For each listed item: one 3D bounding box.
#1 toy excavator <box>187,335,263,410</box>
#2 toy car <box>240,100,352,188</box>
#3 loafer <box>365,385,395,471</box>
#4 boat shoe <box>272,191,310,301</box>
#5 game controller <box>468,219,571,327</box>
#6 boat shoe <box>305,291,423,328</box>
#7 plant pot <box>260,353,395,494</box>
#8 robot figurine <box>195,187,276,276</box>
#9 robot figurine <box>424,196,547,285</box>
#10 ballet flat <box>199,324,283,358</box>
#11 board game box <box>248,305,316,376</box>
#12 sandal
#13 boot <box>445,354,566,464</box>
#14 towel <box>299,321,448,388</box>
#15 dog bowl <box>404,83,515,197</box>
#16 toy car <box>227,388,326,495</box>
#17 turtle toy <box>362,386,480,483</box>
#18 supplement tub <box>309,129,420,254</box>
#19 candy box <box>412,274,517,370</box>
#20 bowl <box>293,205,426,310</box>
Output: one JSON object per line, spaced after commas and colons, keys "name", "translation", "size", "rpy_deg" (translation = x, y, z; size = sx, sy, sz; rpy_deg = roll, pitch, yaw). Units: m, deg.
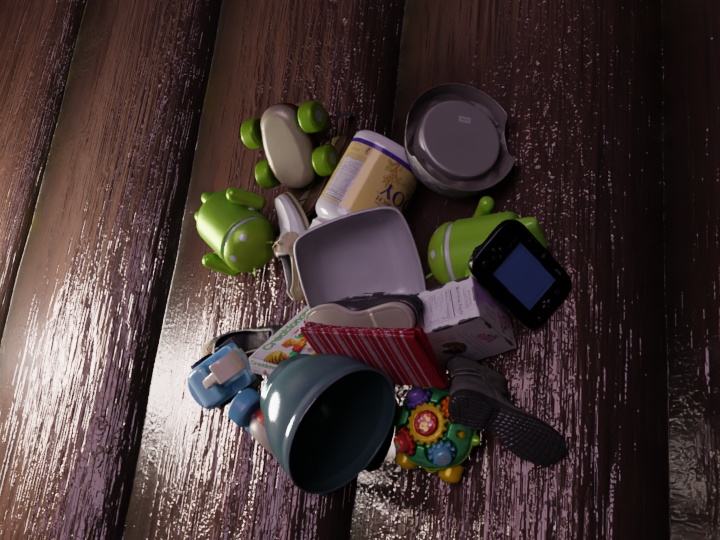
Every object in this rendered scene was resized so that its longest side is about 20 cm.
{"name": "toy excavator", "translation": [-0.244, 0.187, 1.421], "size": [0.194, 0.200, 0.100], "rpy_deg": [-35, 89, 22]}
{"name": "toy car", "translation": [-0.100, -0.259, 1.567], "size": [0.162, 0.200, 0.160], "rpy_deg": [-8, 110, 31]}
{"name": "loafer", "translation": [0.019, 0.229, 1.359], "size": [0.070, 0.067, 0.203], "rpy_deg": [-15, 65, 58]}
{"name": "boat shoe", "translation": [-0.124, -0.043, 1.492], "size": [0.068, 0.075, 0.202], "rpy_deg": [-18, 85, -20]}
{"name": "game controller", "translation": [0.244, 0.006, 1.234], "size": [0.104, 0.200, 0.042], "rpy_deg": [-43, 37, 9]}
{"name": "boat shoe", "translation": [0.007, 0.069, 1.237], "size": [0.198, 0.063, 0.073], "rpy_deg": [-7, 112, 35]}
{"name": "plant pot", "translation": [-0.065, 0.204, 1.203], "size": [0.134, 0.200, 0.202], "rpy_deg": [31, 87, 40]}
{"name": "robot figurine", "translation": [-0.240, -0.077, 1.585], "size": [0.200, 0.115, 0.177], "rpy_deg": [42, 117, 34]}
{"name": "robot figurine", "translation": [0.197, -0.029, 1.320], "size": [0.198, 0.116, 0.177], "rpy_deg": [-8, 50, 29]}
{"name": "ballet flat", "translation": [-0.224, 0.133, 1.537], "size": [0.198, 0.057, 0.067], "rpy_deg": [-16, 63, 24]}
{"name": "board game box", "translation": [-0.081, 0.120, 1.400], "size": [0.125, 0.035, 0.200], "rpy_deg": [9, 33, 32]}
{"name": "sandal", "translation": [-0.071, -0.172, 1.577], "size": [0.080, 0.054, 0.201], "rpy_deg": [8, 60, 44]}
{"name": "boot", "translation": [0.219, 0.199, 1.232], "size": [0.068, 0.198, 0.131], "rpy_deg": [-59, 6, 27]}
{"name": "towel", "translation": [0.022, 0.125, 1.209], "size": [0.198, 0.145, 0.023], "rpy_deg": [1, 51, 29]}
{"name": "dog bowl", "translation": [0.164, -0.216, 1.391], "size": [0.197, 0.059, 0.203], "rpy_deg": [5, 69, -13]}
{"name": "toy car", "translation": [-0.080, 0.229, 1.359], "size": [0.183, 0.177, 0.201], "rpy_deg": [33, 76, 25]}
{"name": "turtle toy", "translation": [0.093, 0.239, 1.273], "size": [0.198, 0.101, 0.148], "rpy_deg": [12, 77, 25]}
{"name": "supplement tub", "translation": [0.009, -0.130, 1.453], "size": [0.145, 0.145, 0.202], "rpy_deg": [27, 86, 35]}
{"name": "candy box", "translation": [0.122, 0.096, 1.281], "size": [0.198, 0.168, 0.072], "rpy_deg": [-20, 60, 22]}
{"name": "bowl", "translation": [0.000, 0.000, 1.359], "size": [0.197, 0.075, 0.202], "rpy_deg": [-17, 102, 0]}
